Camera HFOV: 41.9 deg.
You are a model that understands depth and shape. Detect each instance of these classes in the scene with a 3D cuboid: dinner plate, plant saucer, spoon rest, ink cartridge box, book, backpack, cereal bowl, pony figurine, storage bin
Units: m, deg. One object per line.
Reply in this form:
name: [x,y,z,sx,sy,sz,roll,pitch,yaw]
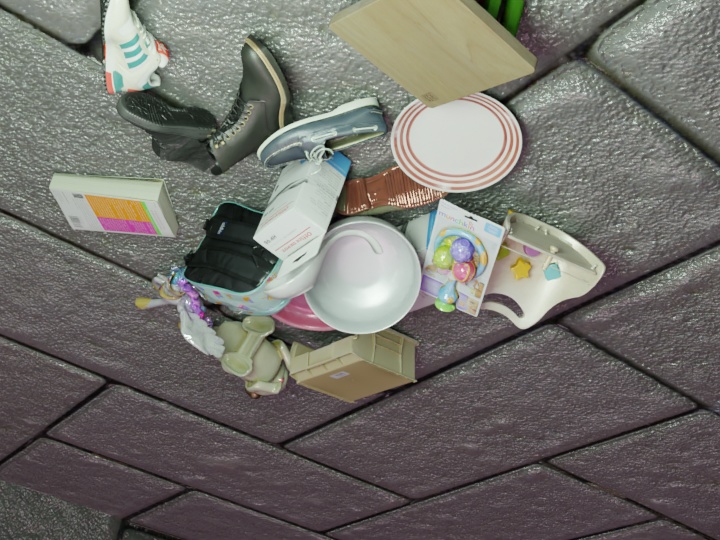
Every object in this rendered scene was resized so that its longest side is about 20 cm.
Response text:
dinner plate: [0.145,-0.198,1.422,0.197,0.024,0.201,5,140,4]
plant saucer: [-0.095,0.047,1.831,0.198,0.051,0.201,5,146,3]
spoon rest: [-0.065,-0.013,1.480,0.198,0.061,0.099,-26,-170,-10]
ink cartridge box: [-0.095,-0.097,1.471,0.066,0.201,0.115,37,138,-22]
book: [-0.435,-0.111,1.670,0.197,0.049,0.134,5,149,6]
backpack: [-0.180,-0.010,1.611,0.199,0.177,0.153,8,151,43]
cereal bowl: [0.000,0.000,1.572,0.197,0.083,0.203,-1,110,-3]
pony figurine: [-0.334,0.067,1.843,0.192,0.168,0.200,31,157,-19]
storage bin: [-0.015,0.188,1.962,0.199,0.095,0.198,-23,144,38]
ink cartridge box: [0.119,-0.017,1.658,0.199,0.085,0.146,-21,137,37]

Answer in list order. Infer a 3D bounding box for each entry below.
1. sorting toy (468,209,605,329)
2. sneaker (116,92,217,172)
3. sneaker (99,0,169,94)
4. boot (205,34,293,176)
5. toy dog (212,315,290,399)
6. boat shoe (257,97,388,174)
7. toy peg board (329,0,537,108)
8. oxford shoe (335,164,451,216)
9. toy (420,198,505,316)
sorting toy: [0.272,0.010,1.583,0.198,0.107,0.181,21,114,-19]
sneaker: [-0.299,-0.208,1.447,0.198,0.061,0.104,5,146,-42]
sneaker: [-0.315,-0.326,1.314,0.092,0.071,0.200,-3,148,-16]
boot: [-0.172,-0.226,1.348,0.138,0.078,0.201,-34,146,-14]
toy dog: [-0.230,0.202,2.017,0.192,0.141,0.200,5,149,28]
boat shoe: [-0.056,-0.190,1.395,0.198,0.062,0.075,-21,165,0]
toy peg board: [0.102,-0.325,1.215,0.199,0.099,0.198,32,155,-31]
oxford shoe: [0.055,-0.129,1.539,0.197,0.072,0.074,-6,173,14]
toy: [0.154,-0.007,1.526,0.114,0.047,0.201,25,137,15]
